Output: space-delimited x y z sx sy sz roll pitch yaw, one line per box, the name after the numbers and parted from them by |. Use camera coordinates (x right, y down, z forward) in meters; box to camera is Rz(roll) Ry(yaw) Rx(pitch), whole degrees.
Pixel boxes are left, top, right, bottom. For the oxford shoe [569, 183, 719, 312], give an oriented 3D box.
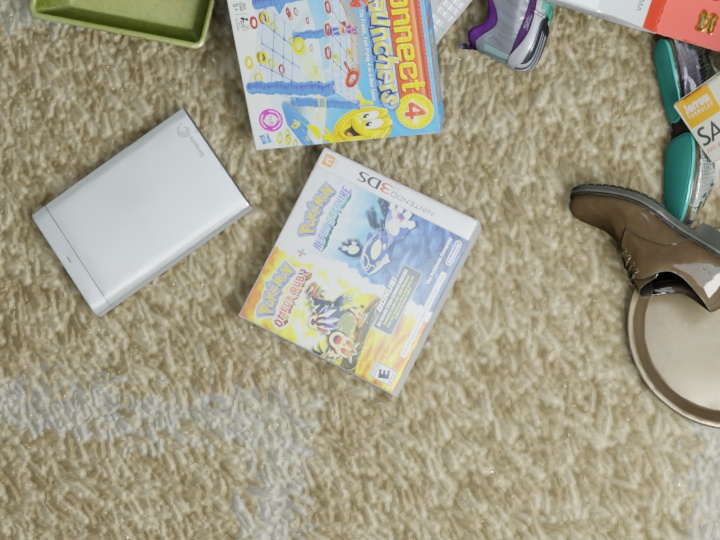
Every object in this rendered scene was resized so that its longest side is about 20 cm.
0.277 -0.023 1.341 0.200 0.073 0.084 32 82 35 | oxford shoe

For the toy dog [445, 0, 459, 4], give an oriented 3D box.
0.076 -0.364 1.417 0.200 0.132 0.096 -50 43 7 | toy dog

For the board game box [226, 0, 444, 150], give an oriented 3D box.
-0.024 -0.230 1.384 0.195 0.056 0.200 -5 116 10 | board game box

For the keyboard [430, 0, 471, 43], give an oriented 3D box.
0.114 -0.314 1.401 0.200 0.056 0.011 -51 42 8 | keyboard

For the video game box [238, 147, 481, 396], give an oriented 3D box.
0.000 0.000 1.411 0.182 0.047 0.200 26 86 12 | video game box

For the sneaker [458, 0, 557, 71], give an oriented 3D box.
0.169 -0.311 1.420 0.087 0.074 0.200 20 86 14 | sneaker

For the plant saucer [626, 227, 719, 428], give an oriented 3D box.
0.365 0.057 1.365 0.200 0.029 0.201 -1 83 7 | plant saucer

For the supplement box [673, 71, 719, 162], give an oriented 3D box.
0.416 -0.196 1.311 0.200 0.126 0.074 -33 88 -19 | supplement box

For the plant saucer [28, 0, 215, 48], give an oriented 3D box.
-0.236 -0.345 1.487 0.199 0.048 0.200 12 83 9 | plant saucer

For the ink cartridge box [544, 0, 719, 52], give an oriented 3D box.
0.282 -0.318 1.338 0.200 0.047 0.160 19 96 11 | ink cartridge box

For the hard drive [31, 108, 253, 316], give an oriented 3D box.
-0.232 -0.062 1.458 0.200 0.027 0.132 -35 80 1 | hard drive

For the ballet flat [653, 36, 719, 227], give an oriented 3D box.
0.340 -0.140 1.379 0.072 0.072 0.201 -4 83 7 | ballet flat
